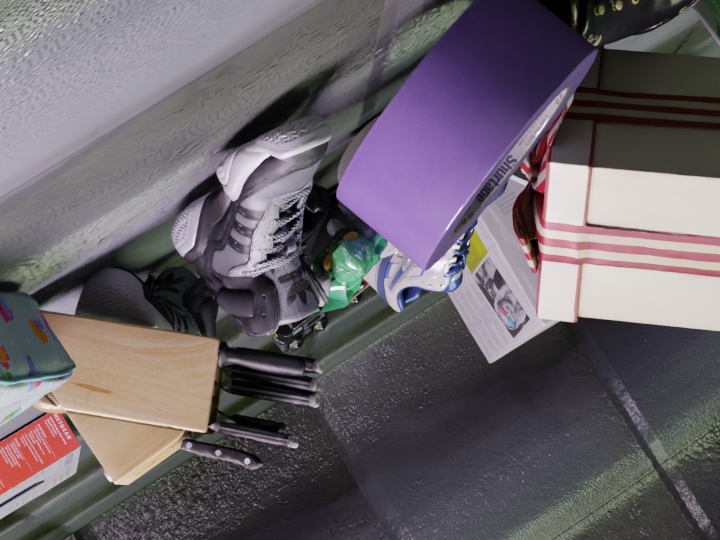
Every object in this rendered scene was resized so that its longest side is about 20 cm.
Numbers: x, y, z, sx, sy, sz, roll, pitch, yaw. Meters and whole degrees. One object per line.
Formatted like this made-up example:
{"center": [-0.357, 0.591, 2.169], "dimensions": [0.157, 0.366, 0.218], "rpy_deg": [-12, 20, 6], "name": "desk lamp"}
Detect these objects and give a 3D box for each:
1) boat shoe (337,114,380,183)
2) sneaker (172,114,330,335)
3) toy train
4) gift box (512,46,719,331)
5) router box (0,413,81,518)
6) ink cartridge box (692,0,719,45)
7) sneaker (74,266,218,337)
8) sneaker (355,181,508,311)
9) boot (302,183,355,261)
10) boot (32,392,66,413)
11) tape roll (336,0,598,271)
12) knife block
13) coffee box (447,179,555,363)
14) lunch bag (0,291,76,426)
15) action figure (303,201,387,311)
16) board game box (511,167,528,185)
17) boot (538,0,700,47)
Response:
{"center": [0.068, -0.121, 1.555], "dimensions": [0.200, 0.072, 0.069], "rpy_deg": [-43, 171, -2], "name": "boat shoe"}
{"center": [-0.056, -0.025, 1.339], "dimensions": [0.075, 0.114, 0.200], "rpy_deg": [-26, 171, -35], "name": "sneaker"}
{"center": [0.000, 0.000, 1.695], "dimensions": [0.199, 0.034, 0.046], "rpy_deg": [-38, 155, -14], "name": "toy train"}
{"center": [0.218, -0.083, 1.518], "dimensions": [0.185, 0.201, 0.185], "rpy_deg": [4, -143, 7], "name": "gift box"}
{"center": [-0.384, 0.225, 2.004], "dimensions": [0.179, 0.049, 0.200], "rpy_deg": [-31, 173, -15], "name": "router box"}
{"center": [0.378, -0.291, 1.670], "dimensions": [0.199, 0.088, 0.145], "rpy_deg": [-35, 173, 8], "name": "ink cartridge box"}
{"center": [-0.167, 0.033, 1.512], "dimensions": [0.075, 0.115, 0.201], "rpy_deg": [2, 145, 15], "name": "sneaker"}
{"center": [0.070, -0.032, 1.582], "dimensions": [0.075, 0.088, 0.200], "rpy_deg": [-41, -174, -38], "name": "sneaker"}
{"center": [-0.046, -0.040, 1.639], "dimensions": [0.164, 0.066, 0.200], "rpy_deg": [-39, 168, -11], "name": "boot"}
{"center": [-0.227, 0.091, 1.643], "dimensions": [0.199, 0.073, 0.166], "rpy_deg": [-33, 173, -38], "name": "boot"}
{"center": [0.076, -0.103, 1.354], "dimensions": [0.200, 0.085, 0.200], "rpy_deg": [-50, 175, -6], "name": "tape roll"}
{"center": [-0.133, 0.068, 1.395], "dimensions": [0.175, 0.201, 0.064], "rpy_deg": [-36, 174, -3], "name": "knife block"}
{"center": [0.196, -0.048, 2.099], "dimensions": [0.199, 0.201, 0.198], "rpy_deg": [-30, 174, -20], "name": "coffee box"}
{"center": [-0.289, 0.082, 1.256], "dimensions": [0.160, 0.077, 0.200], "rpy_deg": [-33, 174, 10], "name": "lunch bag"}
{"center": [-0.014, -0.010, 1.456], "dimensions": [0.118, 0.055, 0.200], "rpy_deg": [-52, -174, -4], "name": "action figure"}
{"center": [0.200, -0.118, 1.751], "dimensions": [0.199, 0.199, 0.026], "rpy_deg": [-29, 129, -33], "name": "board game box"}
{"center": [0.219, -0.226, 1.439], "dimensions": [0.153, 0.074, 0.203], "rpy_deg": [-25, 171, -42], "name": "boot"}
